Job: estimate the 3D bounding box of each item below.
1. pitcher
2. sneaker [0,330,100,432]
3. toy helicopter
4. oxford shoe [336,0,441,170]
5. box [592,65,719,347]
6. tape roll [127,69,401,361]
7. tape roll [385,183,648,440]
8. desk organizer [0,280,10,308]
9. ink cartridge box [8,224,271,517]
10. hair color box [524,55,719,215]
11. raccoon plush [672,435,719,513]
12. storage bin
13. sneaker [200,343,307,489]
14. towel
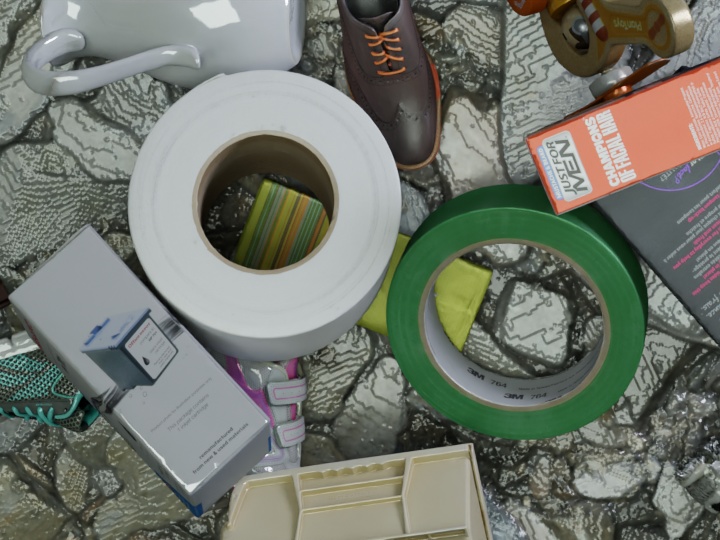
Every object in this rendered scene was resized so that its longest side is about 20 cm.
[{"bbox_3d":[-0.149,-0.183,1.588,0.199,0.172,0.121,2,131,7],"label":"pitcher"},{"bbox_3d":[-0.250,0.094,1.674,0.200,0.078,0.091,-27,67,12],"label":"sneaker"},{"bbox_3d":[0.186,-0.174,1.542,0.079,0.200,0.133,-17,105,-19],"label":"toy helicopter"},{"bbox_3d":[0.015,-0.172,1.617,0.071,0.073,0.201,-16,97,8],"label":"oxford shoe"},{"bbox_3d":[0.269,-0.042,1.592,0.122,0.106,0.200,-41,92,11],"label":"box"},{"bbox_3d":[-0.072,-0.038,1.585,0.202,0.139,0.203,0,81,-2],"label":"tape roll"},{"bbox_3d":[0.121,0.033,1.621,0.200,0.048,0.201,5,116,10],"label":"tape roll"},{"bbox_3d":[-0.390,0.040,1.699,0.200,0.072,0.077,-27,93,10],"label":"desk organizer"},{"bbox_3d":[-0.161,0.078,1.566,0.086,0.146,0.200,-44,81,-11],"label":"ink cartridge box"},{"bbox_3d":[0.221,-0.106,1.478,0.200,0.111,0.064,-23,92,9],"label":"hair color box"},{"bbox_3d":[0.319,0.104,1.642,0.134,0.097,0.201,4,70,19],"label":"raccoon plush"},{"bbox_3d":[0.008,0.252,1.636,0.198,0.094,0.200,-8,126,8],"label":"storage bin"},{"bbox_3d":[-0.079,0.110,1.669,0.088,0.081,0.200,-29,95,12],"label":"sneaker"},{"bbox_3d":[0.000,0.000,1.677,0.199,0.018,0.086,22,106,2],"label":"towel"}]
